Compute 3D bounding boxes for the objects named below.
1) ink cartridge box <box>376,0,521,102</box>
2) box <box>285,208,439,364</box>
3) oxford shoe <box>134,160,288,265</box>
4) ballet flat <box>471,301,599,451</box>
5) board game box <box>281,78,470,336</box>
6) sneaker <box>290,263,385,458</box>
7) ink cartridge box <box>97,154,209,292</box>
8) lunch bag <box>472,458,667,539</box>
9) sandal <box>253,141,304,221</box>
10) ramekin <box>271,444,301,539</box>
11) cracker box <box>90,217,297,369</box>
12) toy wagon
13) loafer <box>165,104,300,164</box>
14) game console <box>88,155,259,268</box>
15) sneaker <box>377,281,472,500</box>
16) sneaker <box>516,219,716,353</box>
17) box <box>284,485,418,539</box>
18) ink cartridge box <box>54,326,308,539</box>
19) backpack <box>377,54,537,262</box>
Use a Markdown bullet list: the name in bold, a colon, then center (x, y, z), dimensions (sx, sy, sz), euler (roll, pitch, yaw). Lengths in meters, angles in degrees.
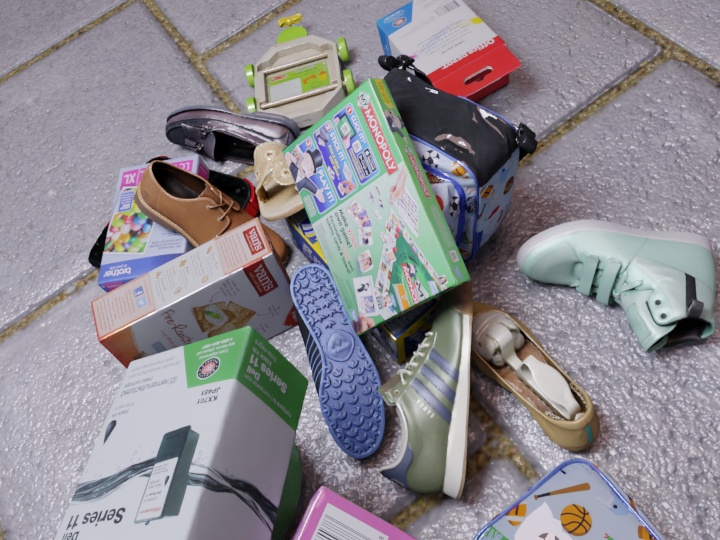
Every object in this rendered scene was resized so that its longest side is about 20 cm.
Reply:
- **ink cartridge box**: center (0.116, -0.278, 0.962), dimensions (0.114, 0.068, 0.202), euler (-28, 55, -4)
- **box**: center (0.000, 0.000, 0.799), dimensions (0.064, 0.071, 0.200), euler (-36, 64, -13)
- **oxford shoe**: center (-0.168, -0.061, 0.854), dimensions (0.196, 0.071, 0.073), euler (27, 54, -12)
- **ballet flat**: center (0.159, 0.087, 0.719), dimensions (0.068, 0.064, 0.200), euler (-39, 56, -10)
- **board game box**: center (0.009, -0.057, 0.700), dimensions (0.133, 0.029, 0.205), euler (-28, 81, 38)
- **sneaker**: center (-0.021, 0.094, 0.767), dimensions (0.068, 0.078, 0.205), euler (-17, 76, 0)
- **ink cartridge box**: center (-0.256, -0.043, 0.904), dimensions (0.116, 0.042, 0.206), euler (-7, 63, 14)
- **lunch bag**: center (0.194, 0.266, 0.589), dimensions (0.158, 0.076, 0.201), euler (-32, 55, -10)
- **sandal**: center (-0.102, -0.113, 0.845), dimensions (0.077, 0.071, 0.212), euler (-35, 18, -5)
- **ramekin**: center (-0.160, 0.199, 0.672), dimensions (0.196, 0.098, 0.203), euler (-24, 39, 21)
- **cracker box**: center (-0.169, 0.044, 0.792), dimensions (0.196, 0.135, 0.058), euler (-27, 54, -3)
- **toy wagon**: center (-0.088, -0.286, 1.041), dimensions (0.151, 0.040, 0.204), euler (-13, 55, 6)
- **loafer**: center (-0.179, -0.175, 0.978), dimensions (0.194, 0.072, 0.065), euler (5, 63, 15)
- **game console**: center (-0.238, -0.058, 0.945), dimensions (0.195, 0.031, 0.180), euler (16, 69, 25)
- **sneaker**: center (0.060, 0.108, 0.699), dimensions (0.087, 0.067, 0.207), euler (4, 77, 6)
- **sneaker**: center (0.254, 0.018, 0.727), dimensions (0.194, 0.075, 0.121), euler (1, 52, 13)
- **box**: center (-0.038, 0.279, 0.554), dimensions (0.095, 0.201, 0.179), euler (26, 65, 2)
- **ink cartridge box**: center (-0.133, 0.159, 0.535), dimensions (0.144, 0.083, 0.204), euler (-17, 42, 30)
- **backpack**: center (0.077, -0.094, 0.782), dimensions (0.199, 0.191, 0.154), euler (38, 78, 28)
